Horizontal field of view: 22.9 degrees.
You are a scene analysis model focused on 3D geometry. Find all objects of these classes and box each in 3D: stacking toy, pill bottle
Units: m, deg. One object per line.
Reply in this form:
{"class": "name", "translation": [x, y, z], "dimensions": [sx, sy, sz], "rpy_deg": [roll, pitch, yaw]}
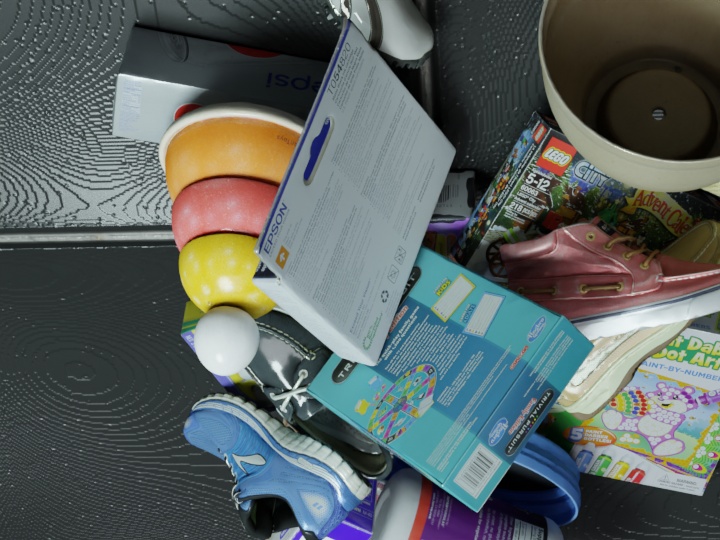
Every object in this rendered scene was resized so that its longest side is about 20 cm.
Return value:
{"class": "stacking toy", "translation": [-0.096, -0.013, 1.349], "dimensions": [0.145, 0.201, 0.146], "rpy_deg": [6, 149, 4]}
{"class": "pill bottle", "translation": [0.107, 0.262, 1.620], "dimensions": [0.199, 0.113, 0.113], "rpy_deg": [21, 128, -8]}

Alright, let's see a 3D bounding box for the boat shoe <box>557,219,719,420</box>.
{"class": "boat shoe", "translation": [0.217, 0.029, 1.435], "dimensions": [0.076, 0.072, 0.200], "rpy_deg": [38, 99, -14]}

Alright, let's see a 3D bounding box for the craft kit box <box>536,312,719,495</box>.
{"class": "craft kit box", "translation": [0.245, 0.106, 1.608], "dimensions": [0.199, 0.049, 0.198], "rpy_deg": [11, 127, -4]}

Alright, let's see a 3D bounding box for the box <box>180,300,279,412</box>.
{"class": "box", "translation": [-0.036, 0.045, 1.487], "dimensions": [0.199, 0.049, 0.117], "rpy_deg": [-23, 125, 20]}

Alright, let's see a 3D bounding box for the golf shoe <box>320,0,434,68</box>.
{"class": "golf shoe", "translation": [0.005, -0.235, 1.327], "dimensions": [0.094, 0.078, 0.200], "rpy_deg": [-31, 122, 27]}

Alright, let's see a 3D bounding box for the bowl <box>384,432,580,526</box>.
{"class": "bowl", "translation": [0.107, 0.181, 1.634], "dimensions": [0.199, 0.040, 0.201], "rpy_deg": [14, 155, 7]}

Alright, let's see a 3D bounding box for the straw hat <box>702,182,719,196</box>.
{"class": "straw hat", "translation": [0.353, -0.027, 1.381], "dimensions": [0.200, 0.201, 0.086], "rpy_deg": [1, 91, 4]}

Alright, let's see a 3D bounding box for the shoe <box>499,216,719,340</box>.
{"class": "shoe", "translation": [0.208, -0.001, 1.374], "dimensions": [0.199, 0.071, 0.092], "rpy_deg": [-14, 90, 16]}

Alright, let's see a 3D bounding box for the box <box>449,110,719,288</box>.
{"class": "box", "translation": [0.191, -0.030, 1.453], "dimensions": [0.199, 0.038, 0.137], "rpy_deg": [22, 110, -26]}

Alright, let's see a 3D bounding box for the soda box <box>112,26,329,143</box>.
{"class": "soda box", "translation": [-0.094, -0.135, 1.423], "dimensions": [0.199, 0.068, 0.064], "rpy_deg": [10, 132, -2]}

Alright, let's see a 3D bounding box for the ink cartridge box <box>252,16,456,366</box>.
{"class": "ink cartridge box", "translation": [-0.013, -0.057, 1.339], "dimensions": [0.040, 0.200, 0.200], "rpy_deg": [10, 158, 32]}

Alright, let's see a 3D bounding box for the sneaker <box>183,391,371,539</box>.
{"class": "sneaker", "translation": [-0.087, 0.168, 1.480], "dimensions": [0.200, 0.089, 0.079], "rpy_deg": [22, 160, 44]}

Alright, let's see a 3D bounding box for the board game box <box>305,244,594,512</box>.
{"class": "board game box", "translation": [0.065, 0.076, 1.360], "dimensions": [0.047, 0.200, 0.151], "rpy_deg": [40, 84, -35]}

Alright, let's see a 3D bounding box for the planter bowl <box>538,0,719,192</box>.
{"class": "planter bowl", "translation": [0.229, -0.141, 1.328], "dimensions": [0.199, 0.201, 0.135], "rpy_deg": [3, 157, 3]}

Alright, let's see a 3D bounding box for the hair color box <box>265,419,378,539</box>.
{"class": "hair color box", "translation": [-0.031, 0.180, 1.591], "dimensions": [0.065, 0.201, 0.109], "rpy_deg": [25, 128, -13]}

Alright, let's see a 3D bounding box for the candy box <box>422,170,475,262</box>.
{"class": "candy box", "translation": [0.000, 0.000, 1.524], "dimensions": [0.199, 0.072, 0.168], "rpy_deg": [0, 130, 4]}

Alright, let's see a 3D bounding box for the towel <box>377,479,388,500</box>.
{"class": "towel", "translation": [0.046, 0.270, 1.747], "dimensions": [0.146, 0.030, 0.200], "rpy_deg": [20, 141, -9]}

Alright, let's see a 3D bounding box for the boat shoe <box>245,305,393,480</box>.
{"class": "boat shoe", "translation": [-0.037, 0.099, 1.464], "dimensions": [0.200, 0.061, 0.076], "rpy_deg": [37, 125, -26]}
